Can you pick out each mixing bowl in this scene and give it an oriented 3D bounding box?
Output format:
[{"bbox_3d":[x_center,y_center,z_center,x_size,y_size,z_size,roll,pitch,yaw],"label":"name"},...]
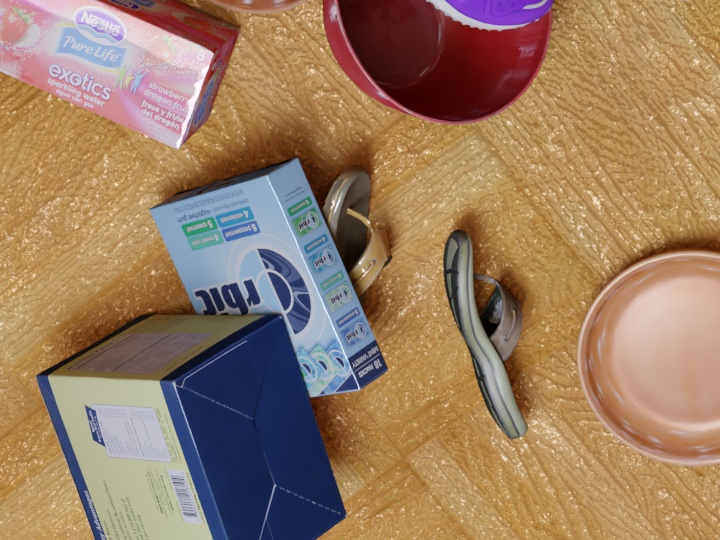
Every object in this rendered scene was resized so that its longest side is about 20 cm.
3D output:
[{"bbox_3d":[0.046,-0.210,1.552,0.199,0.108,0.201,3,83,-26],"label":"mixing bowl"}]

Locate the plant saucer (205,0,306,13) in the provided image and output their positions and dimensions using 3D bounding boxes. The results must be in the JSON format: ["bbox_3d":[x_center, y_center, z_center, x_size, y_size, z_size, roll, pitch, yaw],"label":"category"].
[{"bbox_3d":[-0.109,-0.300,1.569,0.199,0.032,0.201,17,141,14],"label":"plant saucer"}]

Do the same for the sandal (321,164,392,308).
[{"bbox_3d":[0.000,0.000,1.669,0.054,0.080,0.201,11,117,20],"label":"sandal"}]

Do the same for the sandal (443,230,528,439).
[{"bbox_3d":[0.118,0.052,1.677,0.057,0.080,0.202,-21,111,-1],"label":"sandal"}]

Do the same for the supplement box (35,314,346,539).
[{"bbox_3d":[-0.150,0.154,1.677,0.199,0.134,0.201,0,113,46],"label":"supplement box"}]

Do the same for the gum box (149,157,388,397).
[{"bbox_3d":[-0.082,0.015,1.660,0.170,0.044,0.201,-12,106,47],"label":"gum box"}]

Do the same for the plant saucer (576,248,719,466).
[{"bbox_3d":[0.290,0.073,1.666,0.199,0.037,0.201,3,110,9],"label":"plant saucer"}]

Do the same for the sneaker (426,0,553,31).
[{"bbox_3d":[0.080,-0.245,1.455,0.199,0.099,0.070,22,75,-26],"label":"sneaker"}]

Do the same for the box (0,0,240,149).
[{"bbox_3d":[-0.218,-0.195,1.630,0.199,0.103,0.095,24,112,2],"label":"box"}]
